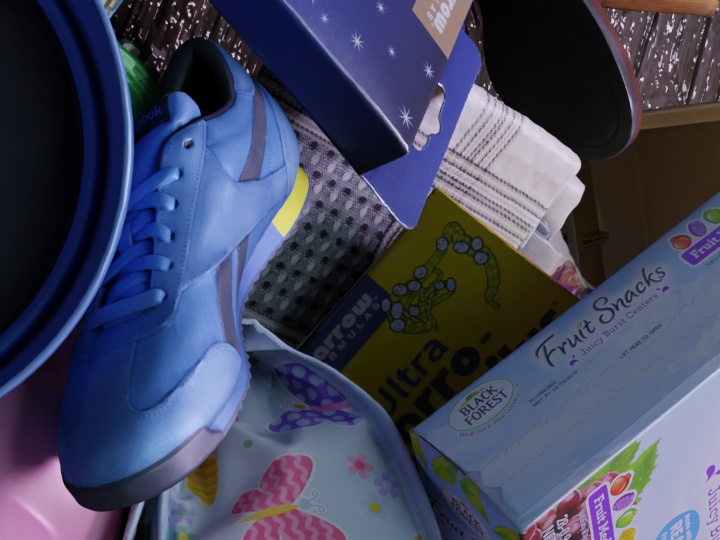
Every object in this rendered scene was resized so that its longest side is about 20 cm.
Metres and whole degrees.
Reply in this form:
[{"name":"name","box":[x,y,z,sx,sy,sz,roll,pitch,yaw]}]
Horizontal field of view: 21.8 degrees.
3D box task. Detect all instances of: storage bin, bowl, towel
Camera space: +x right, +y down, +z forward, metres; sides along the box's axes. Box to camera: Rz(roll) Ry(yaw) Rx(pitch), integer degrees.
[{"name":"storage bin","box":[0.190,0.010,0.982,0.094,0.198,0.201,-15,98,-48]},{"name":"bowl","box":[-0.173,-0.041,0.594,0.200,0.039,0.201,0,88,-9]},{"name":"towel","box":[0.000,0.000,0.817,0.200,0.035,0.193,30,95,-43]}]

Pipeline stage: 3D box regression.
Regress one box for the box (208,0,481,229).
[{"name":"box","box":[-0.015,-0.124,0.716,0.200,0.032,0.121,49,41,-25]}]

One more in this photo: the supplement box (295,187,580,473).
[{"name":"supplement box","box":[0.072,0.072,0.819,0.109,0.109,0.200,-49,142,-1]}]

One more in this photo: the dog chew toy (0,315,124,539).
[{"name":"dog chew toy","box":[-0.139,0.087,0.654,0.125,0.124,0.200,56,39,-31]}]

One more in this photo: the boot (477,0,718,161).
[{"name":"boot","box":[0.126,-0.137,0.979,0.200,0.069,0.188,-6,50,-51]}]

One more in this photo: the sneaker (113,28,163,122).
[{"name":"sneaker","box":[-0.146,-0.068,0.698,0.200,0.078,0.085,37,70,-35]}]

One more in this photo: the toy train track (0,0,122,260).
[{"name":"toy train track","box":[-0.114,-0.068,0.653,0.115,0.032,0.200,45,65,-31]}]

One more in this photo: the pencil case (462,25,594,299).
[{"name":"pencil case","box":[0.055,-0.031,0.919,0.089,0.078,0.200,-46,122,-24]}]

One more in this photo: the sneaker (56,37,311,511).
[{"name":"sneaker","box":[-0.071,-0.006,0.640,0.200,0.066,0.079,-74,145,-49]}]

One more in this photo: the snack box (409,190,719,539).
[{"name":"snack box","box":[0.114,0.088,0.729,0.168,0.068,0.200,-35,143,-19]}]

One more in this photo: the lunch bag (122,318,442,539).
[{"name":"lunch bag","box":[-0.035,0.140,0.703,0.127,0.170,0.200,-12,63,-18]}]
